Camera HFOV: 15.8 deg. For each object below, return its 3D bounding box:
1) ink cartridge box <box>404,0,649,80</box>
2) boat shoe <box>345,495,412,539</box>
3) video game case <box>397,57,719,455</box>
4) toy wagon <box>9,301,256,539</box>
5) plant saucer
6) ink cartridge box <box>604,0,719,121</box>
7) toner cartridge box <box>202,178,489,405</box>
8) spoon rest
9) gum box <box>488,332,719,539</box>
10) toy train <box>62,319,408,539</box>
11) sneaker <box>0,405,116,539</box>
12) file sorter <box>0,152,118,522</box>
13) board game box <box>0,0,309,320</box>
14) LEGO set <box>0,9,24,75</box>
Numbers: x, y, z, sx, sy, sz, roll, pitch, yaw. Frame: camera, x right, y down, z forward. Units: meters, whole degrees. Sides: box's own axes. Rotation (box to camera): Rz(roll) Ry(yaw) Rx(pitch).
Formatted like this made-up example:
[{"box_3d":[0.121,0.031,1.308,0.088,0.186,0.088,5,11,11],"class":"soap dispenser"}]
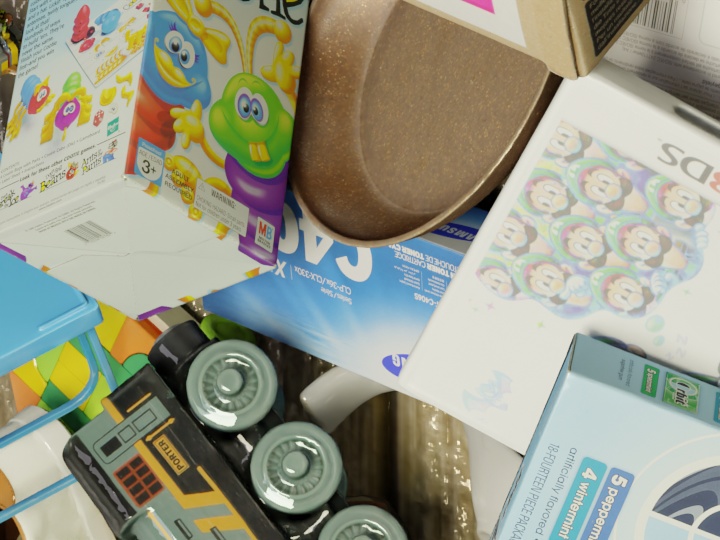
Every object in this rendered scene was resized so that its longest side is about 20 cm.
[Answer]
[{"box_3d":[0.060,-0.195,1.152,0.200,0.165,0.075,27,153,29],"class":"ink cartridge box"},{"box_3d":[-0.062,0.188,1.365,0.200,0.074,0.076,-30,97,18],"class":"boat shoe"},{"box_3d":[0.135,0.022,1.171,0.182,0.024,0.200,29,126,1],"class":"video game case"},{"box_3d":[-0.110,0.084,1.428,0.200,0.040,0.155,42,123,22],"class":"toy wagon"},{"box_3d":[0.039,-0.101,1.229,0.200,0.037,0.201,-28,51,41],"class":"plant saucer"},{"box_3d":[0.150,-0.070,1.194,0.119,0.042,0.201,20,111,31],"class":"ink cartridge box"},{"box_3d":[0.000,0.000,1.298,0.200,0.043,0.095,20,128,38],"class":"toner cartridge box"},{"box_3d":[0.061,0.099,1.282,0.200,0.099,0.061,33,74,30],"class":"spoon rest"},{"box_3d":[0.159,0.142,1.181,0.199,0.045,0.170,21,116,0],"class":"gum box"},{"box_3d":[-0.057,0.123,1.294,0.114,0.085,0.200,-38,80,-6],"class":"toy train"},{"box_3d":[-0.172,0.176,1.438,0.073,0.085,0.200,10,131,49],"class":"sneaker"},{"box_3d":[-0.223,0.026,1.366,0.200,0.138,0.123,53,166,40],"class":"file sorter"},{"box_3d":[-0.099,-0.095,1.275,0.105,0.103,0.201,-20,53,40],"class":"board game box"},{"box_3d":[-0.225,-0.204,1.426,0.200,0.116,0.154,40,151,27],"class":"LEGO set"}]
